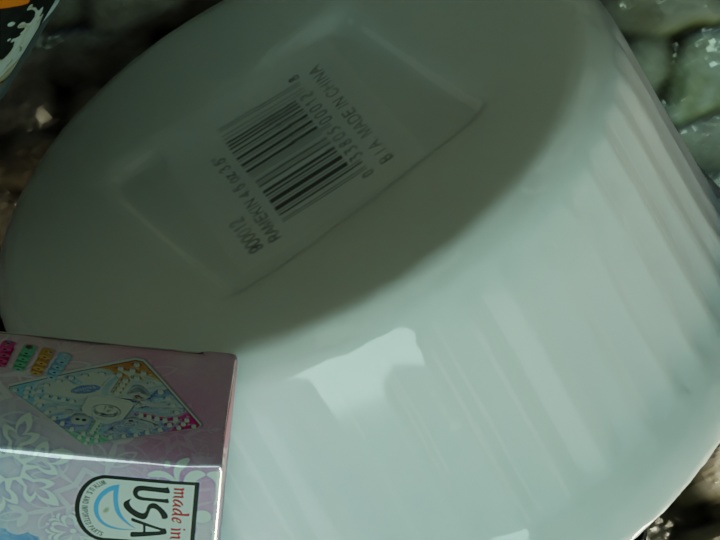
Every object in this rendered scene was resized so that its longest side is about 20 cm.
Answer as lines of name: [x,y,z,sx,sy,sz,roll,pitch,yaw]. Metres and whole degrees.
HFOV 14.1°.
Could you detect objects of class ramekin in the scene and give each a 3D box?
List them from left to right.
ramekin: [0.000,0.000,0.781,0.200,0.201,0.098,-21,126,11]

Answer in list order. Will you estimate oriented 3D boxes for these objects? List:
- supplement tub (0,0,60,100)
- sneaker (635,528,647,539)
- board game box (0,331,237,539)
supplement tub: [-0.113,-0.116,0.700,0.122,0.123,0.200,18,128,-24]
sneaker: [0.061,0.062,0.939,0.089,0.079,0.200,13,137,-34]
board game box: [-0.136,0.095,0.728,0.198,0.043,0.201,5,131,-2]
